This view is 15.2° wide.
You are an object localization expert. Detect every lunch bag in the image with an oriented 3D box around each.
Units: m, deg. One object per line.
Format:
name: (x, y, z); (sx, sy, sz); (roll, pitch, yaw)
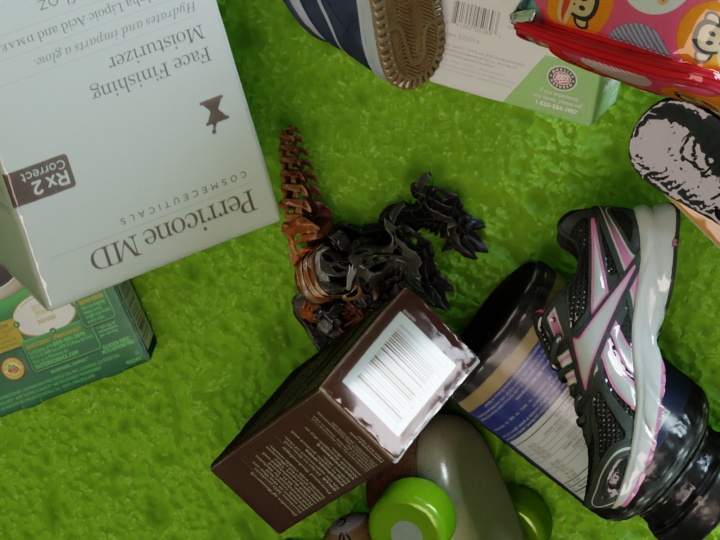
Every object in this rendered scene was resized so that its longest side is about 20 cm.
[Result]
lunch bag: (0.182, -0.143, 1.573); (0.175, 0.200, 0.082); (20, 96, 32)

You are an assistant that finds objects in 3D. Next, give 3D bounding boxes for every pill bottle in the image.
pill bottle: (0.160, 0.095, 1.790); (0.200, 0.112, 0.112); (38, 110, -8)

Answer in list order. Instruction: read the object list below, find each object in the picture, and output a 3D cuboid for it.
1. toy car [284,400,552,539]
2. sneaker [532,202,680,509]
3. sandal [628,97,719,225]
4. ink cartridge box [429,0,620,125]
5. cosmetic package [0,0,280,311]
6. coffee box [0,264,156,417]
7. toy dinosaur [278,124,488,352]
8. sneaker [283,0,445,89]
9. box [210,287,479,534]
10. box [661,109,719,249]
toy car: (0.007, 0.189, 1.829); (0.199, 0.164, 0.159); (-16, 108, 26)
sneaker: (0.150, 0.053, 1.707); (0.086, 0.080, 0.201); (6, 75, 3)
sandal: (0.254, -0.037, 1.648); (0.200, 0.048, 0.076); (26, 108, 8)
ink cartridge box: (0.120, -0.206, 1.697); (0.116, 0.067, 0.201); (17, 112, 17)
cosmetic package: (-0.171, -0.108, 1.703); (0.164, 0.165, 0.201); (-22, 108, -14)
coffee box: (-0.232, -0.011, 1.837); (0.122, 0.044, 0.201); (-21, 106, 13)
toy dinosaur: (0.000, 0.000, 1.790); (0.135, 0.103, 0.200); (-18, 132, 31)
sneaker: (-0.006, -0.219, 1.686); (0.070, 0.108, 0.201); (-24, 124, -29)
box: (-0.013, 0.095, 1.761); (0.075, 0.100, 0.200); (45, 151, -6)
box: (0.293, -0.049, 1.713); (0.200, 0.097, 0.124); (44, 109, 1)
